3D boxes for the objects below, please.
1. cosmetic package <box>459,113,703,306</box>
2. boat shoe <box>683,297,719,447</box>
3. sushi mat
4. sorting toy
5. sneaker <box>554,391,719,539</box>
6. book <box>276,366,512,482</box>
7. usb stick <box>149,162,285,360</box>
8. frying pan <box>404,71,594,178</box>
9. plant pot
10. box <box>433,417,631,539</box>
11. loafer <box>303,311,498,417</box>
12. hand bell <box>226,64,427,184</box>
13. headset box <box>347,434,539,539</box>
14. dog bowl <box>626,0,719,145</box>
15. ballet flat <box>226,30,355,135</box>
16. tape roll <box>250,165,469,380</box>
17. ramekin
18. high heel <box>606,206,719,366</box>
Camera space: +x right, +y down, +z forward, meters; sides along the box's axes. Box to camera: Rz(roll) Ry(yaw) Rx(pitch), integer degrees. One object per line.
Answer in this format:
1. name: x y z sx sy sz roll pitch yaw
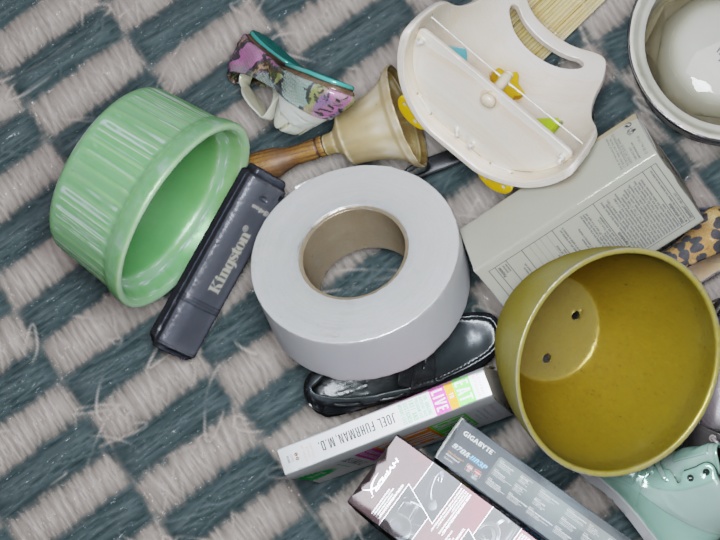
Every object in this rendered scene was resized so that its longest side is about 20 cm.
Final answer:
1. cosmetic package: 0.205 -0.042 1.612 0.199 0.104 0.073 -32 36 13
2. boat shoe: 0.340 0.123 1.629 0.066 0.057 0.201 2 79 4
3. sushi mat: 0.198 -0.289 1.737 0.200 0.012 0.096 -44 82 -5
4. sorting toy: 0.147 -0.185 1.638 0.200 0.107 0.180 40 56 2
5. sneaker: 0.271 0.166 1.594 0.201 0.074 0.118 47 121 2
6. book: 0.032 0.141 1.590 0.199 0.134 0.048 -22 78 8
7. usb stick: -0.138 -0.007 1.673 0.055 0.033 0.201 29 91 -32
8. frying pan: 0.146 -0.117 1.697 0.190 0.031 0.115 -43 72 5
9. plant pot: 0.198 0.066 1.538 0.199 0.142 0.201 -4 103 -20
10. box: 0.157 0.218 1.570 0.200 0.159 0.046 35 81 10
11. loafer: 0.042 0.089 1.646 0.200 0.070 0.068 -19 81 0
12. hand bell: -0.045 -0.118 1.692 0.199 0.104 0.105 -19 78 14
13. headset box: 0.093 0.238 1.505 0.200 0.149 0.077 37 83 10
14. dog bowl: 0.355 -0.212 1.683 0.199 0.074 0.201 -1 79 3
15. ballet flat: -0.071 -0.173 1.668 0.200 0.069 0.071 36 102 51
16. tape roll: 0.000 0.000 1.628 0.201 0.071 0.203 -7 56 10
17. ramekin: -0.202 -0.074 1.631 0.097 0.200 0.200 32 83 15
18. high heel: 0.307 0.030 1.639 0.142 0.071 0.201 5 71 11
